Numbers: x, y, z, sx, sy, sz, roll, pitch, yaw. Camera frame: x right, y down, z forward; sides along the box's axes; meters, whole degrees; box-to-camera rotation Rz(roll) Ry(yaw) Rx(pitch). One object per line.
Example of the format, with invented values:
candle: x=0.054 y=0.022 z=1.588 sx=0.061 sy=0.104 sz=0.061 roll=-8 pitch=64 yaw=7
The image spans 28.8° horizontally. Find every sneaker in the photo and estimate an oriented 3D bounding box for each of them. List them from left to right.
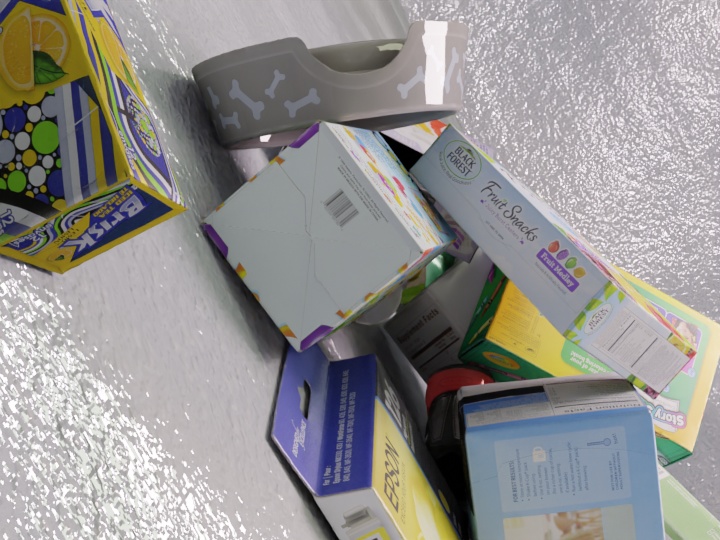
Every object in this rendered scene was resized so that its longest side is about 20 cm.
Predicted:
sneaker: x=0.095 y=0.175 z=1.135 sx=0.099 sy=0.070 sz=0.202 roll=-75 pitch=152 yaw=-48

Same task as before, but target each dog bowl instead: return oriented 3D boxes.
dog bowl: x=-0.017 y=-0.127 z=0.990 sx=0.200 sy=0.197 sz=0.060 roll=-22 pitch=104 yaw=-79

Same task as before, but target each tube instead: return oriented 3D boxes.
tube: x=0.000 y=0.000 z=1.153 sx=0.200 sy=0.051 sz=0.059 roll=-109 pitch=-147 yaw=-78

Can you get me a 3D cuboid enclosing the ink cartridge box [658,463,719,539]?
ink cartridge box: x=0.208 y=0.248 z=1.117 sx=0.146 sy=0.048 sz=0.202 roll=45 pitch=-45 yaw=34

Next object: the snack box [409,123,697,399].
snack box: x=0.137 y=-0.008 z=1.005 sx=0.142 sy=0.053 sz=0.200 roll=34 pitch=12 yaw=-47

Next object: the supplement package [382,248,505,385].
supplement package: x=0.136 y=0.080 z=1.213 sx=0.201 sy=0.116 sz=0.117 roll=53 pitch=-26 yaw=4

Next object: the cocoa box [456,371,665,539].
cocoa box: x=0.144 y=0.187 z=0.995 sx=0.131 sy=0.131 sz=0.203 roll=-75 pitch=158 yaw=-82

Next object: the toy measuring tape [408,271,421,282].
toy measuring tape: x=0.001 y=-0.078 z=1.267 sx=0.201 sy=0.073 sz=0.074 roll=60 pitch=9 yaw=18

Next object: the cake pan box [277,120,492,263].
cake pan box: x=0.026 y=-0.096 z=1.211 sx=0.182 sy=0.053 sz=0.200 roll=25 pitch=23 yaw=-4

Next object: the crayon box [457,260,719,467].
crayon box: x=0.191 y=0.060 z=1.142 sx=0.198 sy=0.058 sz=0.120 roll=29 pitch=63 yaw=-8

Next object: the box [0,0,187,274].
box: x=-0.149 y=-0.106 z=0.614 sx=0.202 sy=0.069 sz=0.064 roll=67 pitch=9 yaw=15

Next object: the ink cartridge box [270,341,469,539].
ink cartridge box: x=0.015 y=0.136 z=0.909 sx=0.202 sy=0.047 sz=0.198 roll=62 pitch=11 yaw=-17

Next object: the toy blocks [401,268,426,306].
toy blocks: x=0.105 y=0.049 z=1.447 sx=0.200 sy=0.099 sz=0.138 roll=-55 pitch=127 yaw=-66

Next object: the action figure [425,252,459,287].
action figure: x=0.108 y=0.057 z=1.336 sx=0.055 sy=0.116 sz=0.203 roll=-166 pitch=-100 yaw=-76

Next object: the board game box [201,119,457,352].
board game box: x=-0.013 y=-0.026 z=0.947 sx=0.105 sy=0.103 sz=0.200 roll=52 pitch=10 yaw=4
